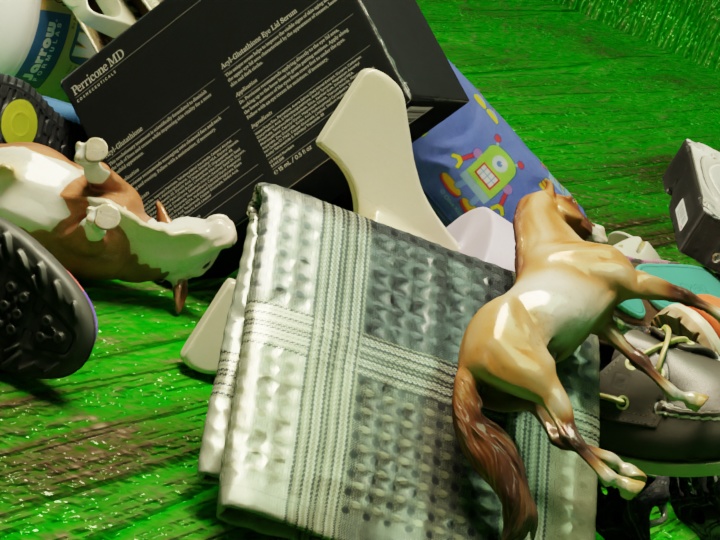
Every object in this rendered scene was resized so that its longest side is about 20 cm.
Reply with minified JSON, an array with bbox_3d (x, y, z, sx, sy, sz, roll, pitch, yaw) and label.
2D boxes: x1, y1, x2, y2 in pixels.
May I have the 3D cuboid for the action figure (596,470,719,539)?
[{"bbox_3d":[0.208,0.105,1.410,0.119,0.102,0.200,-10,-3,37],"label":"action figure"}]

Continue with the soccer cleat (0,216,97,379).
[{"bbox_3d":[-0.199,-0.005,1.329,0.200,0.068,0.073,25,10,28],"label":"soccer cleat"}]

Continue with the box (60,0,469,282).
[{"bbox_3d":[-0.058,-0.104,1.545,0.079,0.200,0.141,-6,65,-61],"label":"box"}]

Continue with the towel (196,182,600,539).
[{"bbox_3d":[0.023,0.067,1.256,0.192,0.035,0.200,20,48,-15],"label":"towel"}]

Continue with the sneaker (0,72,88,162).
[{"bbox_3d":[-0.207,-0.077,1.596,0.078,0.066,0.200,8,-4,35],"label":"sneaker"}]

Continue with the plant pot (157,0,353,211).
[{"bbox_3d":[-0.029,-0.111,1.771,0.200,0.201,0.198,24,5,13],"label":"plant pot"}]

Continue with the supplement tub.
[{"bbox_3d":[-0.233,-0.175,1.773,0.145,0.145,0.200,30,16,34],"label":"supplement tub"}]

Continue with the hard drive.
[{"bbox_3d":[0.286,-0.005,1.659,0.200,0.038,0.140,28,20,-8],"label":"hard drive"}]

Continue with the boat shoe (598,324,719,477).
[{"bbox_3d":[0.136,0.059,1.338,0.201,0.061,0.072,2,25,37],"label":"boat shoe"}]

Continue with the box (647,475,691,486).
[{"bbox_3d":[0.119,0.067,1.563,0.117,0.048,0.200,14,16,-27],"label":"box"}]

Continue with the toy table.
[{"bbox_3d":[0.000,0.000,1.414,0.117,0.184,0.200,33,-13,-9],"label":"toy table"}]

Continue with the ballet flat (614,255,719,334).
[{"bbox_3d":[0.141,0.020,1.539,0.200,0.071,0.069,13,44,-52],"label":"ballet flat"}]

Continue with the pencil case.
[{"bbox_3d":[0.047,-0.074,1.615,0.200,0.087,0.078,46,-24,-14],"label":"pencil case"}]

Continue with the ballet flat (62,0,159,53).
[{"bbox_3d":[-0.147,-0.141,1.665,0.062,0.067,0.200,-1,52,-56],"label":"ballet flat"}]

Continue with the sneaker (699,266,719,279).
[{"bbox_3d":[0.264,0.058,1.669,0.076,0.114,0.199,22,11,-46],"label":"sneaker"}]

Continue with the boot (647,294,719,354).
[{"bbox_3d":[0.235,0.046,1.530,0.075,0.107,0.200,46,1,33],"label":"boot"}]

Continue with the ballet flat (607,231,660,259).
[{"bbox_3d":[0.163,0.004,1.755,0.072,0.072,0.200,19,4,-8],"label":"ballet flat"}]

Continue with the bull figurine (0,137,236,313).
[{"bbox_3d":[-0.168,-0.038,1.465,0.199,0.065,0.121,14,-20,4],"label":"bull figurine"}]

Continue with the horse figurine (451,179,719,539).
[{"bbox_3d":[0.098,0.039,1.259,0.132,0.050,0.200,37,49,6],"label":"horse figurine"}]
